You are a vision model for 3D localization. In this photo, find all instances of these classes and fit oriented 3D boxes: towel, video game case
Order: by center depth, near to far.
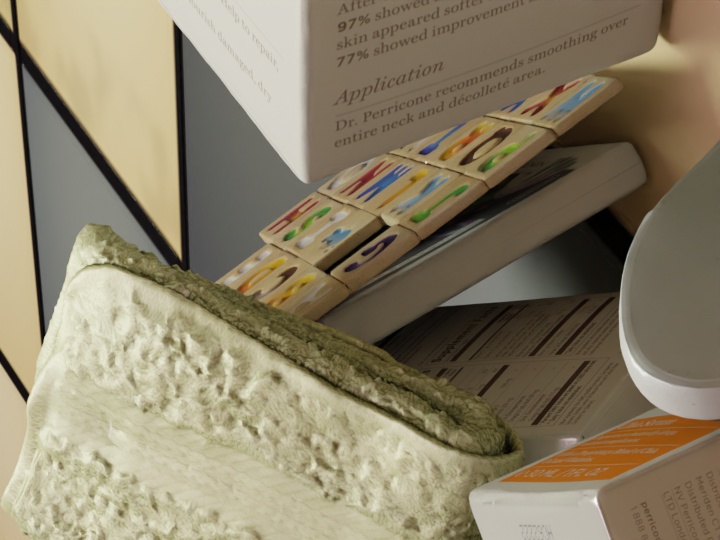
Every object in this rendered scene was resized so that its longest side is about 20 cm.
[{"bbox_3d":[-0.042,0.081,1.027,0.199,0.036,0.149,25,119,18],"label":"towel"},{"bbox_3d":[0.000,0.000,1.154,0.023,0.200,0.182,64,159,-10],"label":"video game case"}]

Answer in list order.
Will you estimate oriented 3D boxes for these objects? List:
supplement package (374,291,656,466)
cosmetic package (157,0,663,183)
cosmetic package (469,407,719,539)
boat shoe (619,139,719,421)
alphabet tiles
[{"bbox_3d":[0.042,0.109,1.106,0.199,0.151,0.152,-5,109,29],"label":"supplement package"},{"bbox_3d":[0.011,-0.177,1.007,0.166,0.167,0.201,52,153,36],"label":"cosmetic package"},{"bbox_3d":[0.148,0.065,0.864,0.101,0.199,0.072,-13,98,68],"label":"cosmetic package"},{"bbox_3d":[0.139,-0.004,0.874,0.071,0.201,0.091,13,137,21],"label":"boat shoe"},{"bbox_3d":[0.015,-0.034,1.129,0.008,0.167,0.200,54,174,-12],"label":"alphabet tiles"}]
